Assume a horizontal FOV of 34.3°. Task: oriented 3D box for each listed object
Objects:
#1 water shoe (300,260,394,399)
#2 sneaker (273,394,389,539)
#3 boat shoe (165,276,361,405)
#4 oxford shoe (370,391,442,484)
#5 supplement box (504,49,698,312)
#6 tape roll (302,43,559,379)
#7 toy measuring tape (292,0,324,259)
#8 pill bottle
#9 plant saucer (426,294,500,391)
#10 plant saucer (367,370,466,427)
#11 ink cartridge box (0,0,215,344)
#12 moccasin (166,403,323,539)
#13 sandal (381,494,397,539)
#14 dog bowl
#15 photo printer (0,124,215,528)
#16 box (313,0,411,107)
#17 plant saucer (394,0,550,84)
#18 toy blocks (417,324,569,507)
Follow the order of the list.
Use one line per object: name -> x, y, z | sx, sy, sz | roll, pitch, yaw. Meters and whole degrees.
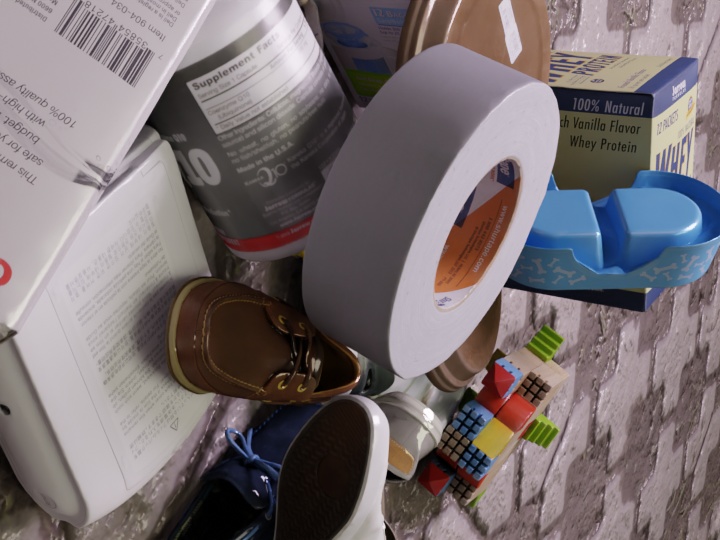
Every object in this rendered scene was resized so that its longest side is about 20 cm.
water shoe -> 0.000, 0.000, 0.914 | 0.078, 0.071, 0.202 | 6, 96, -41
sneaker -> -0.013, 0.169, 0.826 | 0.084, 0.073, 0.201 | -9, 126, -47
boat shoe -> -0.056, 0.048, 0.734 | 0.200, 0.067, 0.073 | 31, 64, -67
oxford shoe -> 0.004, 0.143, 0.914 | 0.058, 0.075, 0.200 | -53, -176, -23
supplement box -> 0.199, -0.093, 1.098 | 0.134, 0.199, 0.201 | -35, 127, -51
tape roll -> 0.048, -0.035, 0.730 | 0.200, 0.066, 0.201 | -45, 151, -33
toy measuring tape -> -0.052, -0.099, 0.832 | 0.073, 0.073, 0.202 | -16, 99, -55
pill bottle -> -0.078, -0.115, 0.703 | 0.114, 0.113, 0.201 | -53, 128, -35
plant saucer -> 0.079, -0.003, 0.953 | 0.200, 0.029, 0.202 | -4, 90, -67
plant saucer -> 0.044, 0.058, 1.041 | 0.200, 0.050, 0.202 | -28, 123, -52
ink cartridge box -> -0.178, -0.086, 0.539 | 0.145, 0.084, 0.201 | 34, 68, -18
moccasin -> -0.081, 0.169, 0.845 | 0.201, 0.080, 0.068 | -59, 146, -30
sandal -> 0.009, 0.252, 1.043 | 0.080, 0.054, 0.202 | -16, 114, -56
dog bowl -> 0.199, -0.031, 0.954 | 0.112, 0.198, 0.050 | -91, 179, -54
photo printer -> -0.153, 0.039, 0.693 | 0.167, 0.069, 0.201 | -51, 140, -41
box -> 0.028, -0.217, 0.863 | 0.102, 0.112, 0.200 | -61, 145, -23
plant saucer -> 0.089, -0.144, 0.854 | 0.200, 0.029, 0.202 | -23, 119, -51
toy blocks -> 0.123, 0.153, 1.123 | 0.201, 0.100, 0.137 | -57, 163, 17
